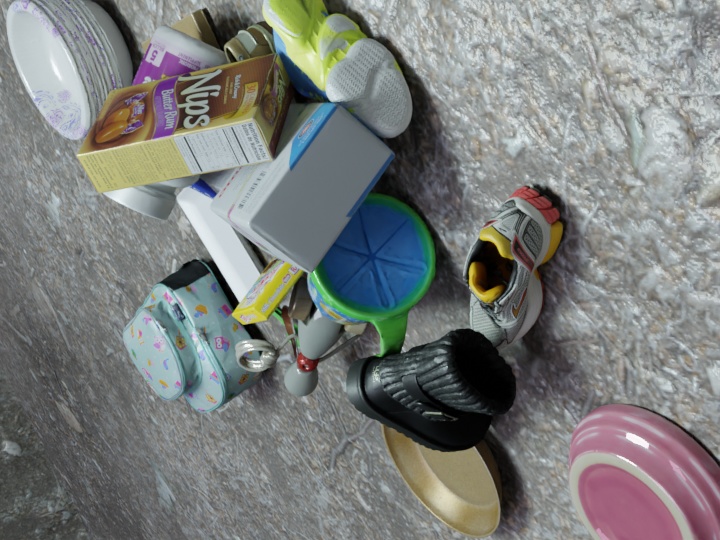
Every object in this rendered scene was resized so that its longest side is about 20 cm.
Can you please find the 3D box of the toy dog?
[{"bbox_3d":[-0.053,0.062,1.384,0.132,0.097,0.200,32,134,-21],"label":"toy dog"}]

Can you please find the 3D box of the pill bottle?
[{"bbox_3d":[-0.217,-0.164,1.286,0.112,0.112,0.201,29,97,40],"label":"pill bottle"}]

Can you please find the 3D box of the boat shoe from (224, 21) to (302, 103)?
[{"bbox_3d":[-0.105,-0.170,1.266,0.071,0.076,0.201,10,127,50],"label":"boat shoe"}]

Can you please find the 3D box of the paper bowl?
[{"bbox_3d":[-0.388,-0.289,1.554,0.200,0.104,0.201,38,145,32],"label":"paper bowl"}]

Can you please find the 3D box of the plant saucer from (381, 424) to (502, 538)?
[{"bbox_3d":[0.105,0.227,1.365,0.200,0.035,0.201,36,143,33],"label":"plant saucer"}]

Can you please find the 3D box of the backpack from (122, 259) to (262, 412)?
[{"bbox_3d":[-0.244,0.111,1.671,0.200,0.153,0.176,50,145,0],"label":"backpack"}]

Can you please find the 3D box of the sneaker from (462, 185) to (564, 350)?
[{"bbox_3d":[0.127,0.009,1.080,0.078,0.082,0.201,39,147,27],"label":"sneaker"}]

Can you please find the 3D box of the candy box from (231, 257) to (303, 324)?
[{"bbox_3d":[-0.105,0.017,1.368,0.026,0.102,0.200,36,168,-9],"label":"candy box"}]

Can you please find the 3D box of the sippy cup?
[{"bbox_3d":[0.000,0.000,1.228,0.139,0.179,0.130,21,161,-7],"label":"sippy cup"}]

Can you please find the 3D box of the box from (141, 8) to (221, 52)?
[{"bbox_3d":[-0.191,-0.211,1.413,0.163,0.021,0.201,-5,113,58],"label":"box"}]

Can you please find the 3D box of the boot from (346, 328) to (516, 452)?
[{"bbox_3d":[0.106,0.129,1.174,0.157,0.210,0.080,-20,60,41],"label":"boot"}]

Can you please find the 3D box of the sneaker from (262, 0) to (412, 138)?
[{"bbox_3d":[-0.021,-0.198,1.138,0.200,0.076,0.105,52,166,15],"label":"sneaker"}]

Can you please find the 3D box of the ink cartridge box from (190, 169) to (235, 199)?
[{"bbox_3d":[-0.148,-0.100,1.360,0.199,0.044,0.094,28,171,28],"label":"ink cartridge box"}]

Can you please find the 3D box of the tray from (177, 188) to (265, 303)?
[{"bbox_3d":[-0.180,-0.035,1.561,0.201,0.022,0.107,58,150,-1],"label":"tray"}]

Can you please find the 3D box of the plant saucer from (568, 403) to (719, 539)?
[{"bbox_3d":[0.274,0.226,1.096,0.200,0.051,0.201,36,144,32],"label":"plant saucer"}]

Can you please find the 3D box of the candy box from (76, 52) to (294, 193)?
[{"bbox_3d":[-0.174,-0.149,1.150,0.199,0.117,0.057,-8,131,18],"label":"candy box"}]

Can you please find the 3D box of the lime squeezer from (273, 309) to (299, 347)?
[{"bbox_3d":[-0.070,0.062,1.488,0.200,0.038,0.071,-23,67,61],"label":"lime squeezer"}]

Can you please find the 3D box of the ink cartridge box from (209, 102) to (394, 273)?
[{"bbox_3d":[-0.065,-0.089,1.151,0.085,0.145,0.200,37,176,-20],"label":"ink cartridge box"}]
